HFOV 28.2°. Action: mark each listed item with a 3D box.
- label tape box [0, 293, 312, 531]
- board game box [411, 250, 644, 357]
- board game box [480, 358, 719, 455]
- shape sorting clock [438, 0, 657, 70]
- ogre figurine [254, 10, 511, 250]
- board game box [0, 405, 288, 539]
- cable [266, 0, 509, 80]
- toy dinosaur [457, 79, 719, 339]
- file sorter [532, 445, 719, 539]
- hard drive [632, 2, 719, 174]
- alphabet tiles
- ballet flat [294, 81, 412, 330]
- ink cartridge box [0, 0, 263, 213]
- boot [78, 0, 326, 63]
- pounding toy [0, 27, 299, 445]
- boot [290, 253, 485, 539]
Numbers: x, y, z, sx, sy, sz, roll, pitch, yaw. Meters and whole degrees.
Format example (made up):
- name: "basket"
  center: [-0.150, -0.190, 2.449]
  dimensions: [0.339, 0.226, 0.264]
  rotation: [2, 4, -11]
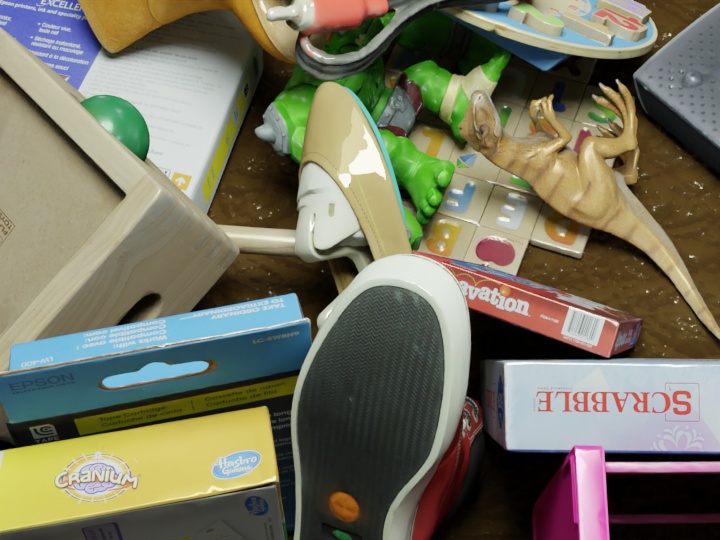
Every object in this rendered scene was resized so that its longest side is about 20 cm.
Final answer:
- name: "label tape box"
  center: [-0.091, 0.066, 0.697]
  dimensions: [0.142, 0.201, 0.064]
  rotation: [-10, 55, -6]
- name: "board game box"
  center: [0.091, 0.017, 0.744]
  dimensions: [0.102, 0.200, 0.020]
  rotation: [20, 93, 14]
- name: "board game box"
  center: [0.161, 0.064, 0.701]
  dimensions: [0.197, 0.200, 0.042]
  rotation: [1, 87, 3]
- name: "shape sorting clock"
  center: [0.098, -0.186, 0.919]
  dimensions: [0.197, 0.040, 0.201]
  rotation: [18, 30, -11]
- name: "ogre figurine"
  center: [0.013, -0.103, 0.874]
  dimensions: [0.119, 0.098, 0.202]
  rotation: [27, 74, -1]
- name: "board game box"
  center: [-0.132, 0.136, 0.680]
  dimensions: [0.197, 0.154, 0.041]
  rotation: [-9, 53, -5]
- name: "cable"
  center: [0.029, -0.160, 0.797]
  dimensions: [0.197, 0.050, 0.098]
  rotation: [-7, 72, -21]
- name: "toy dinosaur"
  center: [0.144, -0.047, 0.858]
  dimensions: [0.199, 0.060, 0.107]
  rotation: [34, 64, -5]
- name: "file sorter"
  center: [0.147, 0.189, 0.616]
  dimensions: [0.123, 0.139, 0.203]
  rotation: [0, 71, -1]
- name: "hard drive"
  center: [0.283, -0.127, 0.918]
  dimensions: [0.199, 0.043, 0.135]
  rotation: [-34, 61, -20]
- name: "alphabet tiles"
  center: [0.079, -0.083, 0.914]
  dimensions: [0.164, 0.006, 0.202]
  rotation: [17, 58, 12]
- name: "ballet flat"
  center: [0.000, 0.000, 0.769]
  dimensions: [0.062, 0.068, 0.203]
  rotation: [-22, 92, -26]
- name: "ink cartridge box"
  center: [-0.168, -0.126, 0.930]
  dimensions: [0.195, 0.047, 0.202]
  rotation: [12, 55, 11]
- name: "boot"
  center: [-0.105, -0.171, 0.869]
  dimensions: [0.144, 0.070, 0.203]
  rotation: [-37, 62, 30]
- name: "pounding toy"
  center: [-0.152, -0.015, 0.795]
  dimensions: [0.200, 0.142, 0.184]
  rotation: [-48, 64, 0]
- name: "boot"
  center: [0.028, 0.061, 0.678]
  dimensions: [0.072, 0.202, 0.144]
  rotation: [21, 34, 18]
